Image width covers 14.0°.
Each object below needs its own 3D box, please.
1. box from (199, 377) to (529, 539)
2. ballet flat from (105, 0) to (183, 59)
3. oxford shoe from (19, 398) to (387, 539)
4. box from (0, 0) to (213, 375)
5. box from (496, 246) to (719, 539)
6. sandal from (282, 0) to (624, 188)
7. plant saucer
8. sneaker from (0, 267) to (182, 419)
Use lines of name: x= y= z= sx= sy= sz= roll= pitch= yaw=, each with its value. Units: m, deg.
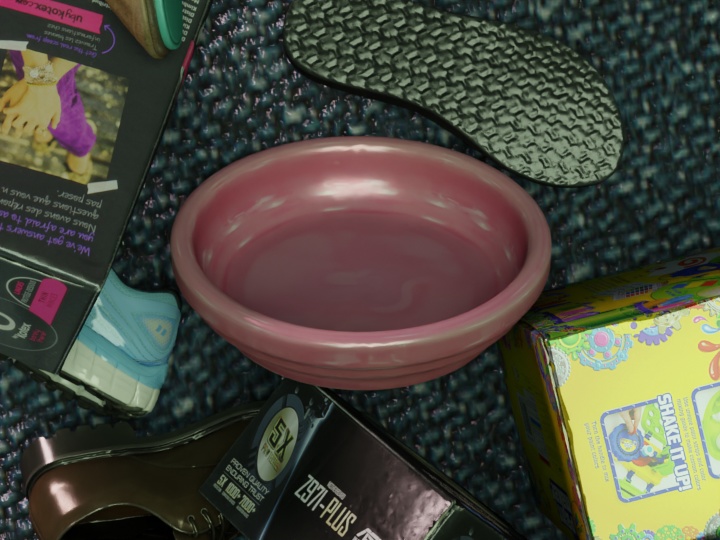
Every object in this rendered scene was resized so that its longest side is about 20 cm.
box: x=0.040 y=0.159 z=1.512 sx=0.200 sy=0.164 sz=0.086 roll=38 pitch=89 yaw=-38
ballet flat: x=-0.126 y=-0.205 z=1.453 sx=0.072 sy=0.068 sz=0.201 roll=-1 pitch=92 yaw=7
oxford shoe: x=-0.078 y=0.123 z=1.568 sx=0.199 sy=0.085 sz=0.073 roll=-12 pitch=137 yaw=-5
box: x=-0.159 y=-0.069 z=1.500 sx=0.106 sy=0.122 sz=0.201 roll=22 pitch=63 yaw=-6
box: x=0.184 y=0.059 z=1.540 sx=0.191 sy=0.200 sz=0.123 roll=-14 pitch=95 yaw=-4
sandal: x=0.054 y=-0.106 z=1.598 sx=0.200 sy=0.048 sz=0.076 roll=25 pitch=86 yaw=7
plant saucer: x=0.000 y=0.000 z=1.535 sx=0.199 sy=0.201 sz=0.051 roll=-3 pitch=123 yaw=-5
sneaker: x=-0.185 y=-0.002 z=1.575 sx=0.199 sy=0.078 sz=0.090 roll=32 pitch=73 yaw=-11
